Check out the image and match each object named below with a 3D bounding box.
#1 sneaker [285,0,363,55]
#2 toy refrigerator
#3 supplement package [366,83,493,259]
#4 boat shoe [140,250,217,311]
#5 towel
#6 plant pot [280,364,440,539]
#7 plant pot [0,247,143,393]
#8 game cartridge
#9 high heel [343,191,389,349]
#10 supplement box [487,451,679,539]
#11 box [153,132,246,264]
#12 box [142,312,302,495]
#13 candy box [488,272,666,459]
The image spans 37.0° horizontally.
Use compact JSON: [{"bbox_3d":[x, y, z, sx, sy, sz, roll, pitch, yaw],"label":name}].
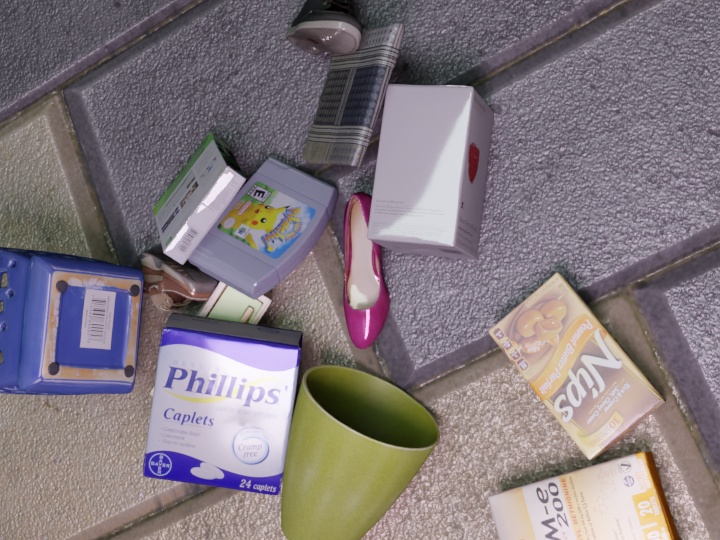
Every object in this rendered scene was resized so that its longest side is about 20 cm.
[{"bbox_3d":[-0.038,-0.354,1.448,0.107,0.074,0.200,-65,25,-1],"label":"sneaker"},{"bbox_3d":[-0.205,0.100,1.483,0.076,0.070,0.201,33,95,-9],"label":"toy refrigerator"},{"bbox_3d":[0.093,-0.125,1.385,0.119,0.121,0.202,5,85,21],"label":"supplement package"},{"bbox_3d":[-0.254,0.023,1.495,0.200,0.075,0.073,21,101,61],"label":"boat shoe"},{"bbox_3d":[-0.009,-0.229,1.429,0.200,0.034,0.195,21,94,66],"label":"towel"},{"bbox_3d":[-0.024,0.254,1.361,0.186,0.187,0.202,31,108,22],"label":"plant pot"},{"bbox_3d":[-0.409,0.073,1.474,0.179,0.199,0.202,0,83,45],"label":"plant pot"},{"bbox_3d":[-0.124,-0.059,1.457,0.133,0.041,0.201,28,63,19],"label":"game cartridge"},{"bbox_3d":[0.000,0.000,1.417,0.067,0.096,0.202,8,85,22],"label":"high heel"},{"bbox_3d":[0.266,0.302,1.282,0.198,0.073,0.127,-21,75,18],"label":"supplement box"},{"bbox_3d":[-0.225,-0.104,1.485,0.145,0.036,0.200,-52,25,8],"label":"box"},{"bbox_3d":[-0.178,0.172,1.407,0.182,0.105,0.202,8,97,-2],"label":"box"},{"bbox_3d":[0.264,0.116,1.320,0.115,0.055,0.201,-41,70,11],"label":"candy box"}]
